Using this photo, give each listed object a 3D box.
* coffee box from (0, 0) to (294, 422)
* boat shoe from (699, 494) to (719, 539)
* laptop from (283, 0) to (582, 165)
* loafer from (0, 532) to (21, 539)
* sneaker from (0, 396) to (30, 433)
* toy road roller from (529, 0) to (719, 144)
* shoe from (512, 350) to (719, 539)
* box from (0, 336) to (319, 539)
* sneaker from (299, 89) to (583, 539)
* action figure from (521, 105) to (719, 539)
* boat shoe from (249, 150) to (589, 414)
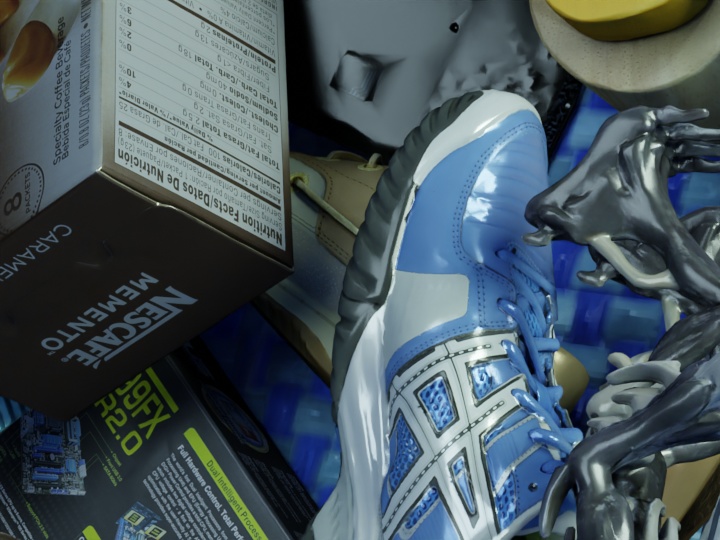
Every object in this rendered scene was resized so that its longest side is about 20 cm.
[{"bbox_3d":[-0.090,-0.068,0.895,0.114,0.080,0.200,-33,44,35],"label":"coffee box"},{"bbox_3d":[0.086,0.153,0.791,0.086,0.075,0.202,1,82,36],"label":"boat shoe"},{"bbox_3d":[0.007,-0.128,0.982,0.200,0.103,0.177,24,86,11],"label":"laptop"},{"bbox_3d":[-0.104,0.112,0.865,0.200,0.073,0.071,9,58,26],"label":"loafer"},{"bbox_3d":[-0.138,0.006,0.950,0.081,0.076,0.200,-42,17,41],"label":"sneaker"},{"bbox_3d":[0.054,-0.132,0.863,0.146,0.123,0.200,-12,74,21],"label":"toy road roller"},{"bbox_3d":[0.075,0.064,0.818,0.053,0.070,0.200,34,88,18],"label":"shoe"},{"bbox_3d":[-0.080,0.126,0.918,0.160,0.044,0.200,-44,55,10],"label":"box"},{"bbox_3d":[0.035,0.047,0.782,0.077,0.076,0.200,1,77,32],"label":"sneaker"},{"bbox_3d":[0.095,0.054,0.705,0.102,0.119,0.200,-14,53,17],"label":"action figure"},{"bbox_3d":[0.000,0.000,0.906,0.066,0.074,0.200,-42,56,-3],"label":"boat shoe"}]
